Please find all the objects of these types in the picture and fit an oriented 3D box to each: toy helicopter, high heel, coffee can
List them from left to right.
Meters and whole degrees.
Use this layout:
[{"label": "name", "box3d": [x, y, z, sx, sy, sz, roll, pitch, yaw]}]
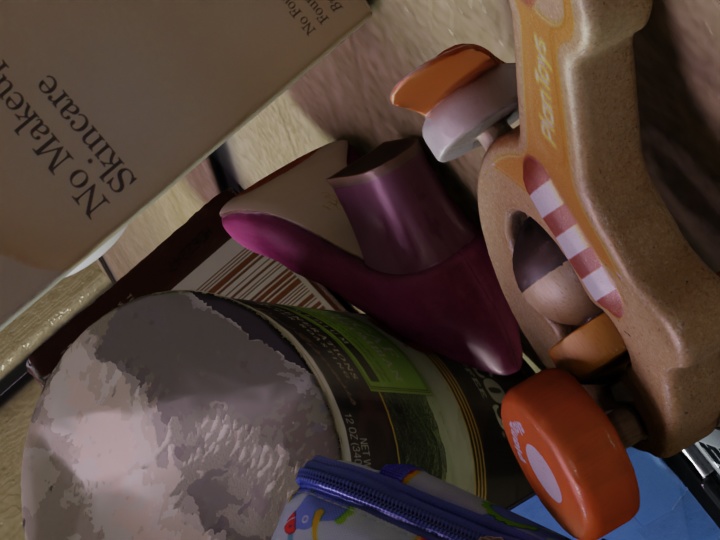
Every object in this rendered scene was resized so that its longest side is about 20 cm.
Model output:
[{"label": "coffee can", "box3d": [-0.020, 0.087, 0.920, 0.146, 0.147, 0.200, 45, -163, 25]}, {"label": "high heel", "box3d": [0.000, 0.000, 0.930, 0.096, 0.067, 0.200, 61, 166, -10]}, {"label": "toy helicopter", "box3d": [0.053, -0.033, 0.585, 0.132, 0.079, 0.200, 54, 165, 35]}]

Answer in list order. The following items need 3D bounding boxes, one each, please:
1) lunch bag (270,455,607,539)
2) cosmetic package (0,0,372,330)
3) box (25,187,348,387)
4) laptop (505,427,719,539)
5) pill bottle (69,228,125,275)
[{"label": "lunch bag", "box3d": [0.054, 0.129, 0.692, 0.160, 0.083, 0.200, 20, 167, 27]}, {"label": "cosmetic package", "box3d": [-0.105, -0.059, 0.768, 0.104, 0.200, 0.073, 49, 172, -6]}, {"label": "box", "box3d": [-0.075, 0.087, 1.398, 0.166, 0.164, 0.200, 46, 171, 18]}, {"label": "laptop", "box3d": [0.134, 0.154, 0.776, 0.187, 0.116, 0.200, 50, 172, -11]}, {"label": "pill bottle", "box3d": [-0.277, -0.097, 1.812, 0.200, 0.112, 0.112, 54, 170, -33]}]
